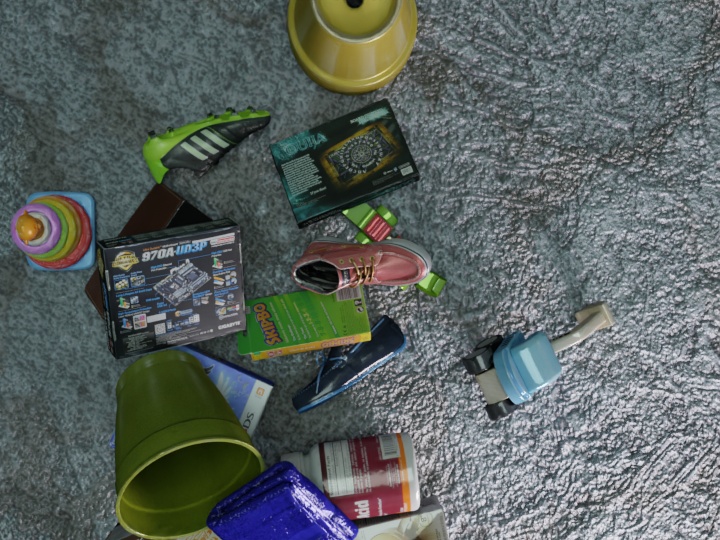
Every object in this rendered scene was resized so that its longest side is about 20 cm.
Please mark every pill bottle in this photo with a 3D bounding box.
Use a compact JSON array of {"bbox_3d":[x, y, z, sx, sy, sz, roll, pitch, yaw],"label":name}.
[{"bbox_3d":[-0.016,0.309,1.361,0.195,0.114,0.117,-7,91,-3],"label":"pill bottle"}]

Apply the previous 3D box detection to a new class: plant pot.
[{"bbox_3d":[-0.011,-0.368,1.315,0.196,0.189,0.206,0,91,-2],"label":"plant pot"},{"bbox_3d":[-0.251,0.220,1.250,0.197,0.202,0.194,-27,49,-2],"label":"plant pot"}]

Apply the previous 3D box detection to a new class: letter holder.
[{"bbox_3d":[-0.303,-0.012,1.359,0.100,0.142,0.202,37,86,-34],"label":"letter holder"}]

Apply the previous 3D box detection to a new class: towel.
[{"bbox_3d":[-0.102,0.357,1.262,0.146,0.050,0.201,-34,128,3],"label":"towel"}]

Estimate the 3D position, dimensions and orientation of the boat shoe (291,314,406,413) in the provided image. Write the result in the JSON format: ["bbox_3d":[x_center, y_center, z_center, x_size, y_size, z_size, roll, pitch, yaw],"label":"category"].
[{"bbox_3d":[-0.025,0.140,1.386,0.198,0.084,0.069,-32,85,-18],"label":"boat shoe"}]

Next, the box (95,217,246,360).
[{"bbox_3d":[-0.260,0.023,1.283,0.196,0.046,0.163,-13,113,-27],"label":"box"}]

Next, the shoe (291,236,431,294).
[{"bbox_3d":[0.000,0.000,1.336,0.196,0.091,0.073,7,118,20],"label":"shoe"}]

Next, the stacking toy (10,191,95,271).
[{"bbox_3d":[-0.446,-0.056,1.291,0.107,0.200,0.119,0,92,-3],"label":"stacking toy"}]

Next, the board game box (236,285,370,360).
[{"bbox_3d":[-0.088,0.075,1.373,0.195,0.030,0.097,-8,52,-4],"label":"board game box"}]

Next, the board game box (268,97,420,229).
[{"bbox_3d":[-0.025,-0.162,1.378,0.196,0.028,0.138,-21,73,-2],"label":"board game box"}]

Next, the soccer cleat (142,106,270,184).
[{"bbox_3d":[-0.224,-0.188,1.372,0.196,0.068,0.083,-18,112,-7],"label":"soccer cleat"}]

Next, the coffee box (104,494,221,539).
[{"bbox_3d":[-0.261,0.398,1.344,0.197,0.080,0.116,-23,100,9],"label":"coffee box"}]

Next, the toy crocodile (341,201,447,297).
[{"bbox_3d":[0.048,-0.036,1.385,0.067,0.062,0.200,-43,92,-2],"label":"toy crocodile"}]

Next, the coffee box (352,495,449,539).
[{"bbox_3d":[0.035,0.424,1.382,0.195,0.080,0.116,-13,92,-2],"label":"coffee box"}]

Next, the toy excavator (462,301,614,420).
[{"bbox_3d":[0.275,0.122,1.372,0.197,0.194,0.102,-25,92,26],"label":"toy excavator"}]

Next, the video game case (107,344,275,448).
[{"bbox_3d":[-0.253,0.215,1.383,0.197,0.045,0.185,24,89,-3],"label":"video game case"}]
